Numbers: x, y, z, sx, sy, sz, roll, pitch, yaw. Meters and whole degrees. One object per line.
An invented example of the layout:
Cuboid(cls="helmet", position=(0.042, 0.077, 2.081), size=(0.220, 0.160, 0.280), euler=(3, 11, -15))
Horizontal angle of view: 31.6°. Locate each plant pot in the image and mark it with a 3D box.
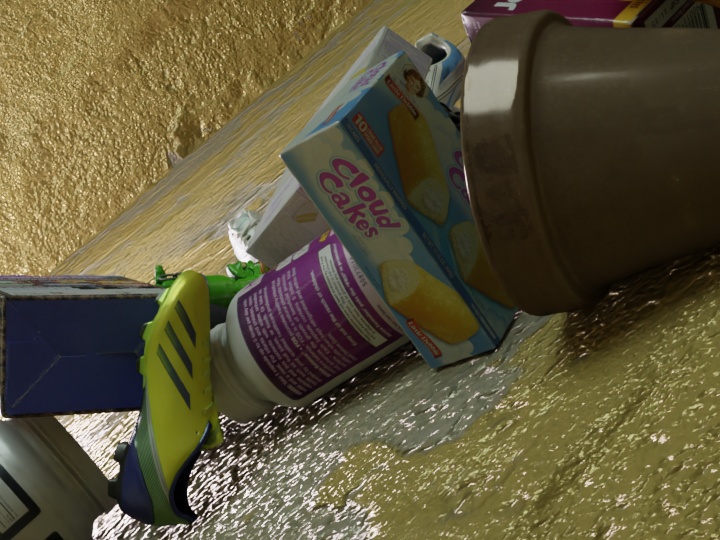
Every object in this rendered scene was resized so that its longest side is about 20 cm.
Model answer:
Cuboid(cls="plant pot", position=(0.178, -0.079, 0.808), size=(0.173, 0.201, 0.201), euler=(-8, 27, 29))

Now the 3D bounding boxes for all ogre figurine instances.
Cuboid(cls="ogre figurine", position=(-0.135, 0.044, 1.234), size=(0.119, 0.201, 0.099), euler=(-5, 53, -8))

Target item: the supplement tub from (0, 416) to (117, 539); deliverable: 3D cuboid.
Cuboid(cls="supplement tub", position=(-0.320, 0.220, 1.089), size=(0.200, 0.141, 0.140), euler=(-41, 15, -19))

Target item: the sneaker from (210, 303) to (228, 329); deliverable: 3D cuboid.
Cuboid(cls="sneaker", position=(-0.136, 0.108, 1.175), size=(0.200, 0.105, 0.075), euler=(123, 148, -46))

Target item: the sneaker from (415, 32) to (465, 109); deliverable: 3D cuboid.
Cuboid(cls="sneaker", position=(0.056, -0.154, 1.233), size=(0.072, 0.072, 0.201), euler=(-32, 27, 40))

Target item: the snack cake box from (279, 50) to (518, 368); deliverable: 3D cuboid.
Cuboid(cls="snack cake box", position=(0.043, -0.044, 0.936), size=(0.067, 0.201, 0.115), euler=(-22, 20, 42))

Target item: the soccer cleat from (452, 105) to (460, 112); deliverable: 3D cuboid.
Cuboid(cls="soccer cleat", position=(0.162, -0.171, 1.278), size=(0.199, 0.087, 0.070), euler=(-27, 17, 34))

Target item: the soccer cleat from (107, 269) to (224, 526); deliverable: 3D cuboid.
Cuboid(cls="soccer cleat", position=(-0.138, 0.102, 1.005), size=(0.083, 0.202, 0.065), euler=(11, -3, 16))

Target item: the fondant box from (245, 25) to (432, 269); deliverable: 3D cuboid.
Cuboid(cls="fondant box", position=(-0.016, -0.103, 1.113), size=(0.144, 0.058, 0.201), euler=(-47, 16, 40))

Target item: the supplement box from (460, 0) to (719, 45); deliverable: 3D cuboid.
Cuboid(cls="supplement box", position=(0.215, -0.224, 1.171), size=(0.199, 0.104, 0.131), euler=(14, 50, 46))

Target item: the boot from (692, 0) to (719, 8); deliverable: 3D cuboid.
Cuboid(cls="boot", position=(0.287, -0.233, 1.008), size=(0.199, 0.071, 0.145), euler=(-2, 39, -5))

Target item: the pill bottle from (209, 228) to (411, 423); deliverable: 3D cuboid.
Cuboid(cls="pill bottle", position=(-0.037, 0.041, 1.031), size=(0.199, 0.113, 0.112), euler=(-33, 15, 22))

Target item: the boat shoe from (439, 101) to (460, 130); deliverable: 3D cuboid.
Cuboid(cls="boat shoe", position=(0.070, -0.104, 1.086), size=(0.056, 0.069, 0.200), euler=(-38, 16, 22))

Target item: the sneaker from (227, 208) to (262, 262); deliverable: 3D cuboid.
Cuboid(cls="sneaker", position=(-0.121, -0.026, 1.507), size=(0.070, 0.081, 0.200), euler=(-37, 16, -9))

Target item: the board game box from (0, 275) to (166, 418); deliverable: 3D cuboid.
Cuboid(cls="board game box", position=(-0.255, 0.060, 1.109), size=(0.158, 0.098, 0.200), euler=(0, 4, -27))
